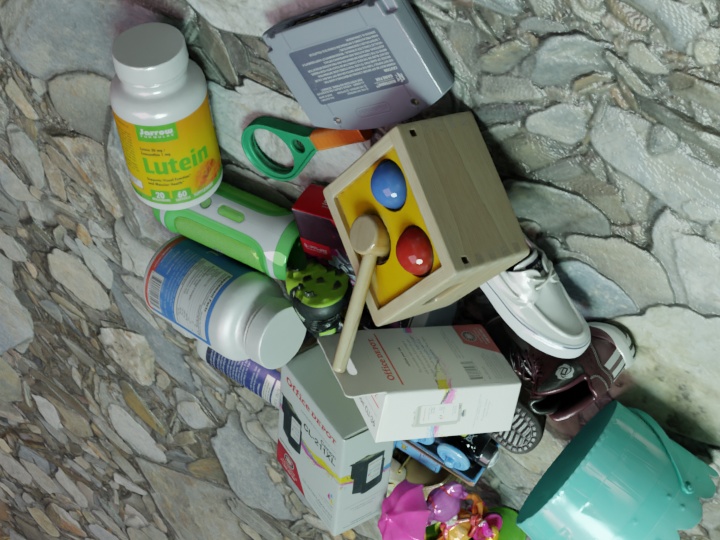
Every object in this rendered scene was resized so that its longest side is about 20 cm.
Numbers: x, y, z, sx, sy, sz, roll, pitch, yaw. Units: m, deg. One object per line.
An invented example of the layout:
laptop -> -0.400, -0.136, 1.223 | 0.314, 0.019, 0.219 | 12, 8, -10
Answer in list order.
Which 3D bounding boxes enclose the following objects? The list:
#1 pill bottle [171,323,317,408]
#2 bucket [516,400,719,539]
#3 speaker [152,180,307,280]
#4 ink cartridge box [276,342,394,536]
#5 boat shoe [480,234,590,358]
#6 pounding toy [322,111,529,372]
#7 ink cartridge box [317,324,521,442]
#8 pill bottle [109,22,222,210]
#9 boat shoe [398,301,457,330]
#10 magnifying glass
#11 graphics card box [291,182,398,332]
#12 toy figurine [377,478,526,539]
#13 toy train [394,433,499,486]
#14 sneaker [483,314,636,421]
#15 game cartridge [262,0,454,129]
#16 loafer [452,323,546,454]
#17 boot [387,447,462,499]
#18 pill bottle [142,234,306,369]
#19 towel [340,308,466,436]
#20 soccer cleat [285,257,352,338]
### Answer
pill bottle -> -0.143, 0.090, 1.813 | 0.199, 0.111, 0.111 | 31, 145, 13
bucket -> 0.276, 0.251, 1.518 | 0.135, 0.207, 0.207 | 40, 146, 3
speaker -> -0.152, -0.058, 1.678 | 0.199, 0.089, 0.089 | 24, 143, 23
ink cartridge box -> -0.033, 0.205, 1.721 | 0.146, 0.082, 0.201 | 49, 149, 34
boat shoe -> 0.167, 0.007, 1.445 | 0.200, 0.074, 0.065 | 42, 144, 5
pounding toy -> 0.042, -0.026, 1.407 | 0.200, 0.141, 0.186 | -36, 72, 53
ink cartridge box -> 0.057, 0.120, 1.492 | 0.117, 0.198, 0.068 | -121, 35, -53
pill bottle -> -0.224, -0.177, 1.588 | 0.110, 0.111, 0.201 | 22, 142, 25
boat shoe -> 0.065, 0.022, 1.556 | 0.066, 0.070, 0.201 | 33, 134, 30
magnifying glass -> -0.061, -0.143, 1.553 | 0.199, 0.022, 0.080 | -5, 126, 49
graphics card box -> 0.000, 0.000, 1.628 | 0.125, 0.051, 0.201 | 17, 141, 30
toy figurine -> 0.102, 0.326, 1.752 | 0.150, 0.199, 0.185 | 52, 173, 43
toy train -> 0.082, 0.193, 1.742 | 0.199, 0.087, 0.115 | 32, 154, 11
sneaker -> 0.189, 0.106, 1.505 | 0.199, 0.116, 0.076 | -1, 129, 44
game cartridge -> -0.001, -0.207, 1.407 | 0.199, 0.041, 0.134 | -6, 122, 47
loafer -> 0.139, 0.133, 1.622 | 0.200, 0.071, 0.073 | 48, 113, 17
boot -> 0.031, 0.228, 1.841 | 0.199, 0.072, 0.155 | 3, 129, 42
pill bottle -> -0.162, 0.041, 1.694 | 0.199, 0.112, 0.113 | 28, 146, 33
towel -> 0.049, 0.116, 1.622 | 0.200, 0.018, 0.086 | 43, 180, -14
soccer cleat -> -0.042, 0.038, 1.545 | 0.200, 0.067, 0.082 | -142, 34, -77
